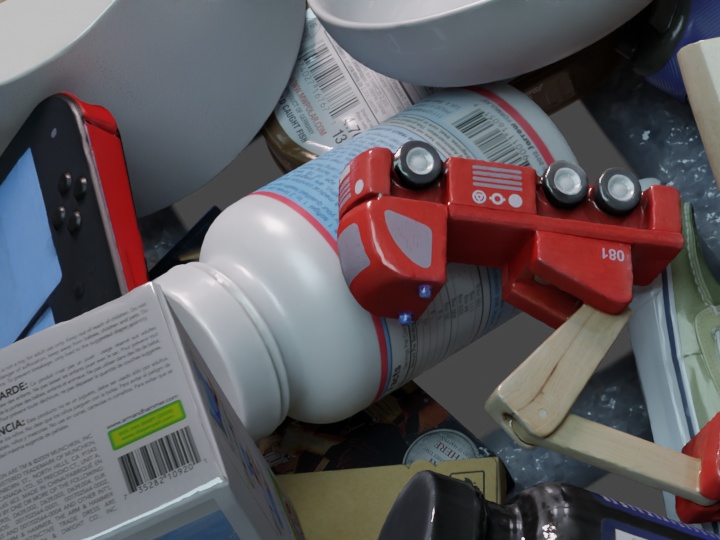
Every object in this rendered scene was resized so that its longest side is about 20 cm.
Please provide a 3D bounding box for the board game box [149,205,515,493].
[{"bbox_3d":[-0.045,0.080,1.366,0.136,0.035,0.200,-46,64,-8],"label":"board game box"}]

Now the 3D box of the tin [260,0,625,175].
[{"bbox_3d":[0.040,-0.110,1.429,0.199,0.042,0.112,-30,67,0],"label":"tin"}]

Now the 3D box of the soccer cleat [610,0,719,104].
[{"bbox_3d":[0.173,-0.162,1.413,0.083,0.065,0.201,27,56,-21],"label":"soccer cleat"}]

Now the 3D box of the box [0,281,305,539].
[{"bbox_3d":[-0.088,0.114,1.196,0.112,0.200,0.102,-24,55,3],"label":"box"}]

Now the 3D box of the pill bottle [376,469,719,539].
[{"bbox_3d":[0.104,0.153,1.206,0.199,0.112,0.112,19,69,-11],"label":"pill bottle"}]

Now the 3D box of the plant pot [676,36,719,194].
[{"bbox_3d":[0.256,-0.005,1.246,0.199,0.200,0.178,-11,75,10],"label":"plant pot"}]

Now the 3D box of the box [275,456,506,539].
[{"bbox_3d":[-0.017,0.179,1.270,0.163,0.021,0.201,-6,60,12],"label":"box"}]

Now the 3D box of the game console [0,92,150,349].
[{"bbox_3d":[-0.154,0.038,1.318,0.200,0.031,0.177,-49,41,40],"label":"game console"}]

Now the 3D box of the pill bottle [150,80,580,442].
[{"bbox_3d":[0.000,0.000,1.311,0.200,0.109,0.109,-29,59,-28],"label":"pill bottle"}]

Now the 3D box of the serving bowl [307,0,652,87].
[{"bbox_3d":[0.076,-0.144,1.349,0.199,0.066,0.200,-21,28,12],"label":"serving bowl"}]

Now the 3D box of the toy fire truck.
[{"bbox_3d":[0.087,0.027,1.235,0.199,0.049,0.142,7,64,-14],"label":"toy fire truck"}]

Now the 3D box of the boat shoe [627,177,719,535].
[{"bbox_3d":[0.159,0.052,1.309,0.062,0.072,0.201,-13,73,11],"label":"boat shoe"}]

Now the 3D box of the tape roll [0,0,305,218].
[{"bbox_3d":[-0.144,-0.139,1.413,0.202,0.139,0.204,-12,59,21],"label":"tape roll"}]
